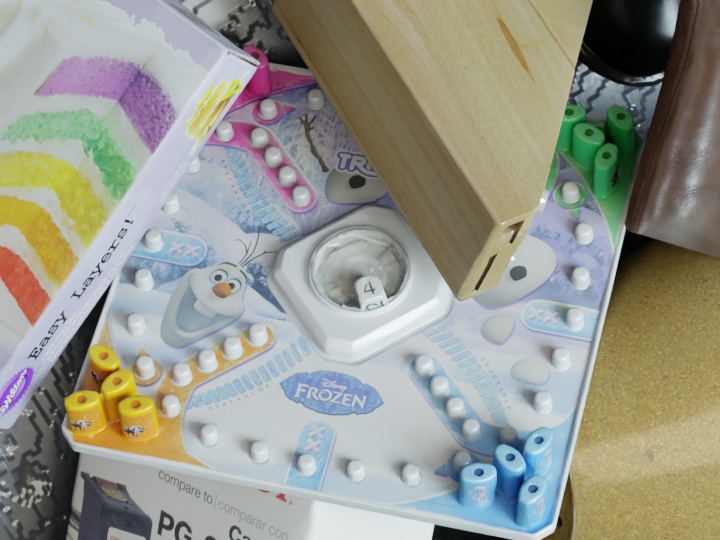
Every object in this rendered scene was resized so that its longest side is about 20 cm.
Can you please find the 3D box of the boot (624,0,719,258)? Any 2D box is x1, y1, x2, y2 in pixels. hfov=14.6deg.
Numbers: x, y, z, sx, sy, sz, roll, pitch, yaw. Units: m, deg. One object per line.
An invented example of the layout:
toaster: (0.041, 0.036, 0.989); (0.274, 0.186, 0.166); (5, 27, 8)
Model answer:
boot: (0.193, -0.103, 1.106); (0.186, 0.064, 0.201); (-11, 123, -20)

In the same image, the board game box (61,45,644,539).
board game box: (0.000, 0.000, 1.133); (0.199, 0.201, 0.026); (10, 148, 10)

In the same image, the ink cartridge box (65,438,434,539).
ink cartridge box: (-0.054, 0.142, 1.196); (0.084, 0.145, 0.201); (-6, 112, -48)

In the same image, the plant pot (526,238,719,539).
plant pot: (0.158, 0.051, 1.186); (0.199, 0.186, 0.187); (-14, 109, -17)

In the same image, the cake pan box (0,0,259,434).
cake pan box: (-0.169, -0.066, 1.118); (0.200, 0.052, 0.184); (38, 94, 14)

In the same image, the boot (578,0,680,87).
boot: (0.127, -0.167, 1.153); (0.079, 0.158, 0.212); (-10, 108, -11)

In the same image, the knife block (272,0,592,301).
knife block: (0.002, -0.106, 1.125); (0.175, 0.064, 0.201); (18, 58, -3)
